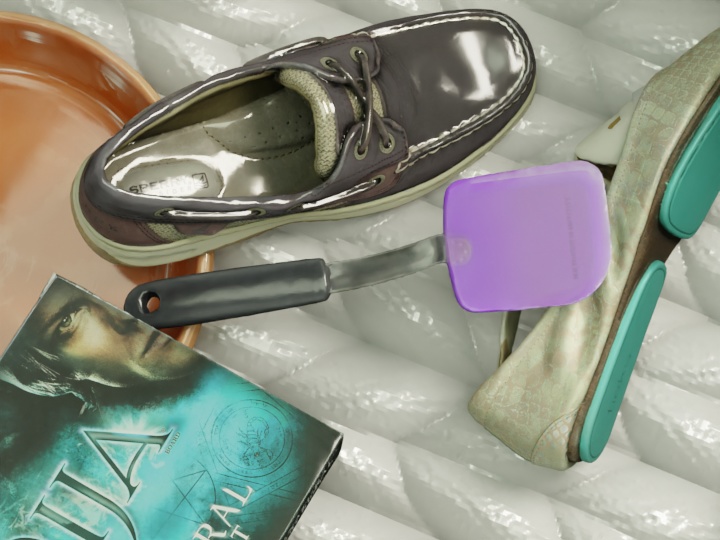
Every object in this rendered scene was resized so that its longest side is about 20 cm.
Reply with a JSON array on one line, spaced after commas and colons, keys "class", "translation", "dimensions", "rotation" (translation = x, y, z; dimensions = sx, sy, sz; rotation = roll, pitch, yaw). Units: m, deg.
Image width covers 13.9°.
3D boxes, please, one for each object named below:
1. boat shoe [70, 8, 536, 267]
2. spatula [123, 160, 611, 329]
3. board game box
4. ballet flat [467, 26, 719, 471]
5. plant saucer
[{"class": "boat shoe", "translation": [-0.018, -0.056, 1.175], "dimensions": [0.200, 0.065, 0.072], "rotation": [-18, 83, -11]}, {"class": "spatula", "translation": [0.000, 0.000, 1.163], "dimensions": [0.200, 0.021, 0.057], "rotation": [-11, 76, 17]}, {"class": "board game box", "translation": [-0.113, 0.115, 1.141], "dimensions": [0.135, 0.028, 0.200], "rotation": [29, 69, 6]}, {"class": "ballet flat", "translation": [0.100, -0.019, 1.173], "dimensions": [0.062, 0.067, 0.200], "rotation": [24, 86, 20]}, {"class": "plant saucer", "translation": [-0.158, -0.007, 1.222], "dimensions": [0.200, 0.032, 0.201], "rotation": [-1, 82, 7]}]
